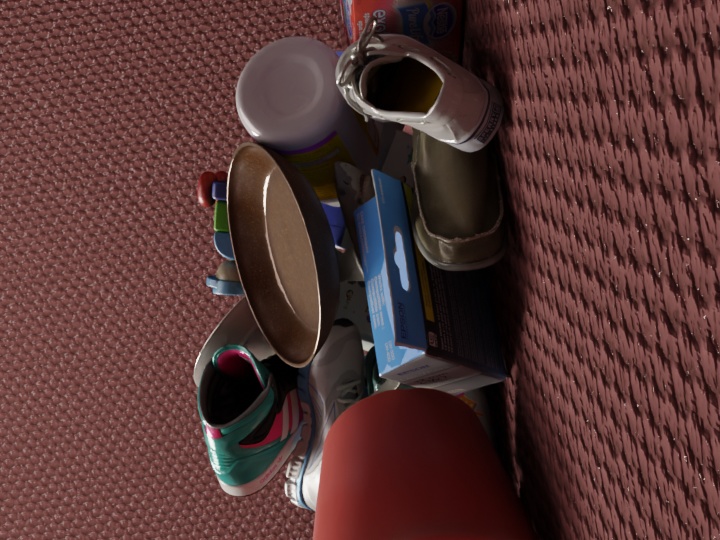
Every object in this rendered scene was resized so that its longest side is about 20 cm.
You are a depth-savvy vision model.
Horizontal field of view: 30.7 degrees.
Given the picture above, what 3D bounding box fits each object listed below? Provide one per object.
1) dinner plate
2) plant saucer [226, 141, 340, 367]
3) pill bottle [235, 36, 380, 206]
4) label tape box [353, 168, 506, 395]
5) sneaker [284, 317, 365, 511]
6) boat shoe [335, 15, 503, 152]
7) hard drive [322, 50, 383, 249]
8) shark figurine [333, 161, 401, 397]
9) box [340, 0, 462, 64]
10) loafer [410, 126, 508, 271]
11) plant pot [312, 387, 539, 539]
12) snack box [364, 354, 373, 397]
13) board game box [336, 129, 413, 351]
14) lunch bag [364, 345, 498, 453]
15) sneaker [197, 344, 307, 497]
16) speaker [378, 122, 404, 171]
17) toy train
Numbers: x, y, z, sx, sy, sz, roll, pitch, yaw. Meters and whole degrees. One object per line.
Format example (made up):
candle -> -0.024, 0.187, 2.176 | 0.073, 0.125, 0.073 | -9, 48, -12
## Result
dinner plate -> -0.084, 0.057, 1.330 | 0.024, 0.200, 0.201 | 45, 163, 20
plant saucer -> -0.064, -0.017, 1.153 | 0.200, 0.036, 0.203 | 44, 141, 51
pill bottle -> -0.040, -0.128, 1.218 | 0.200, 0.103, 0.106 | 55, -156, -68
label tape box -> 0.044, 0.016, 1.078 | 0.199, 0.065, 0.145 | 21, -124, -57
sneaker -> -0.013, 0.145, 1.241 | 0.086, 0.074, 0.203 | 22, 115, 41
boat shoe -> 0.019, -0.146, 0.993 | 0.202, 0.085, 0.075 | 39, 105, 53
hard drive -> -0.034, -0.129, 1.369 | 0.131, 0.025, 0.203 | 11, 85, 47
shark figurine -> 0.009, 0.019, 1.175 | 0.128, 0.089, 0.217 | 5, -106, -62
box -> 0.032, -0.244, 1.093 | 0.201, 0.094, 0.101 | 86, 174, -63
loafer -> 0.068, -0.082, 1.018 | 0.070, 0.074, 0.201 | 78, -179, -46
plant pot -> 0.046, 0.207, 1.068 | 0.179, 0.198, 0.202 | -99, 2, -48
snack box -> 0.042, 0.145, 1.374 | 0.199, 0.037, 0.118 | -1, -88, -55
board game box -> 0.026, -0.025, 1.355 | 0.148, 0.064, 0.202 | 97, -165, -80
lunch bag -> 0.070, 0.152, 1.275 | 0.200, 0.120, 0.173 | -85, -12, -76
sneaker -> -0.091, 0.104, 1.265 | 0.201, 0.083, 0.122 | -57, -35, -33
speaker -> -0.002, -0.138, 1.418 | 0.081, 0.080, 0.202 | -111, 46, -79
toy train -> -0.113, -0.040, 1.333 | 0.200, 0.083, 0.117 | -47, -37, -84
